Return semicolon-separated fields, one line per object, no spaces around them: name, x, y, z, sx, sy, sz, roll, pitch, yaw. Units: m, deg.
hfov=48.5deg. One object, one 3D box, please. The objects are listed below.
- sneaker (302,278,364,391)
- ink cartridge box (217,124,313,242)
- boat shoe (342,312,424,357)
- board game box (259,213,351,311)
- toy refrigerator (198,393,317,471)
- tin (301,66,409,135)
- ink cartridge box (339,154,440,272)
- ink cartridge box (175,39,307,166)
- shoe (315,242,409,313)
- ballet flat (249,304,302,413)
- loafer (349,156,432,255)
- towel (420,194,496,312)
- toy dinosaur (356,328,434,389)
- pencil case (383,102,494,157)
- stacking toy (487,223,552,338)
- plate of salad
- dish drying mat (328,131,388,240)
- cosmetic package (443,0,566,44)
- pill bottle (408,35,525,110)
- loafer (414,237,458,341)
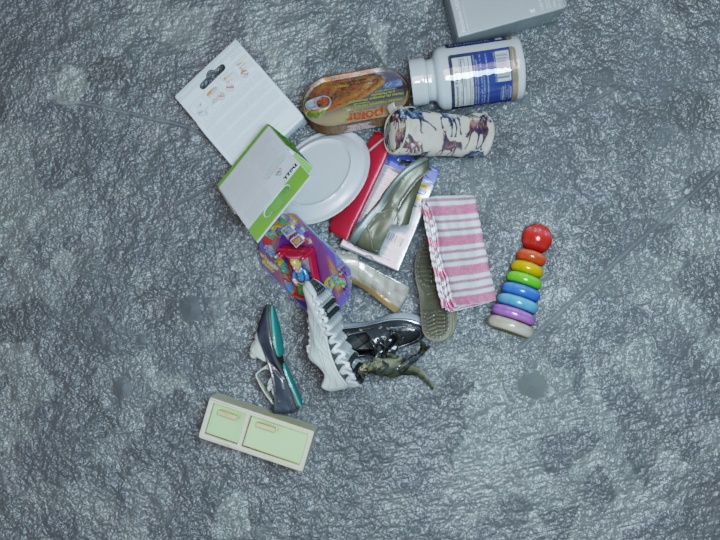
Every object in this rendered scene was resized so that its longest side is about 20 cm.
sneaker;-0.064;0.115;1.374;0.080;0.075;0.202;-20;92;22
ink cartridge box;-0.148;-0.138;1.375;0.148;0.075;0.200;-49;44;9
boat shoe;0.022;0.124;1.423;0.197;0.067;0.071;-3;120;5
board game box;-0.110;0.001;1.413;0.200;0.039;0.158;45;133;4
toy refrigerator;-0.183;0.291;1.441;0.197;0.070;0.077;18;90;4
tin;-0.007;-0.305;1.445;0.197;0.042;0.113;-9;59;3
ink cartridge box;0.055;-0.112;1.453;0.118;0.042;0.202;23;92;5
ink cartridge box;-0.220;-0.296;1.476;0.160;0.047;0.200;-42;83;2
shoe;0.000;0.000;1.439;0.199;0.070;0.054;35;99;-5
ballet flat;-0.163;0.165;1.446;0.072;0.073;0.203;-16;90;3
loafer;0.064;-0.111;1.403;0.069;0.075;0.201;39;101;0
towel;0.177;-0.035;1.402;0.030;0.145;0.203;-13;87;44
toy dinosaur;0.071;0.155;1.392;0.198;0.047;0.089;15;106;-39
pencil case;0.139;-0.244;1.397;0.197;0.078;0.091;-1;90;-26
stacking toy;0.293;0.013;1.418;0.084;0.085;0.203;18;86;4
plate of salad;-0.069;-0.165;1.430;0.198;0.048;0.203;-14;57;22
dish drying mat;0.000;-0.154;1.435;0.018;0.077;0.202;25;92;-33
cosmetic package;0.252;-0.481;1.430;0.197;0.090;0.108;-17;90;0
pill bottle;0.187;-0.346;1.416;0.197;0.111;0.113;-7;88;3
loafer;0.139;0.033;1.432;0.075;0.068;0.203;-2;72;18
